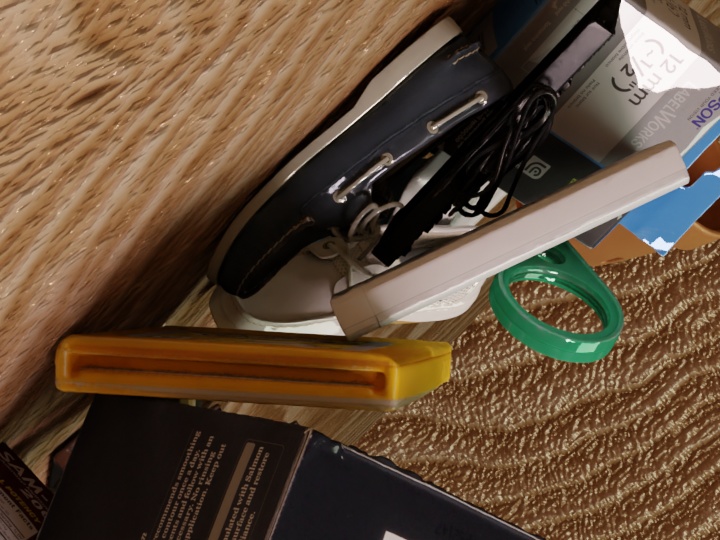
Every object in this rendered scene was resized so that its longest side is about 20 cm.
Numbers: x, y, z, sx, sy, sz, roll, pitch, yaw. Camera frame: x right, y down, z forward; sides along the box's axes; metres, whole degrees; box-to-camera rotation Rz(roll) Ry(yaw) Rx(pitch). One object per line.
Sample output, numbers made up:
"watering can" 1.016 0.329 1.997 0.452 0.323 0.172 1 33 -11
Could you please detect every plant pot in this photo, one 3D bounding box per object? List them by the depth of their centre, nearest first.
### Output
"plant pot" 0.255 -0.094 1.918 0.140 0.200 0.200 -29 -178 29

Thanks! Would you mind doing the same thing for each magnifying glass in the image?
"magnifying glass" 0.113 -0.011 1.198 0.200 0.080 0.022 -94 -158 -57

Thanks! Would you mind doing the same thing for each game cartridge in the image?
"game cartridge" -0.049 0.048 1.062 0.200 0.176 0.032 -13 105 -80

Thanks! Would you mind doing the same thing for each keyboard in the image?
"keyboard" 0.081 -0.065 1.095 0.200 0.040 0.104 -47 -176 29

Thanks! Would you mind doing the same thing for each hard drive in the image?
"hard drive" 0.079 -0.016 1.096 0.200 0.027 0.132 -26 -179 0

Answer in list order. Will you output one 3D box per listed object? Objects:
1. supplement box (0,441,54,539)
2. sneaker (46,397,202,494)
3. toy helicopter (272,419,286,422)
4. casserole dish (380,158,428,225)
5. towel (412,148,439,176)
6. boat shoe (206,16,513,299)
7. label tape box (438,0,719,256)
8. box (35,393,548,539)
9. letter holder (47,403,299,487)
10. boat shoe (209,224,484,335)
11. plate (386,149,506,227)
"supplement box" -0.242 0.167 0.984 0.109 0.061 0.200 -46 172 25
"sneaker" -0.163 0.120 1.130 0.075 0.115 0.200 -29 -137 47
"toy helicopter" -0.139 0.162 1.564 0.200 0.079 0.132 -18 163 -47
"casserole dish" 0.005 -0.026 1.386 0.121 0.039 0.200 -47 172 27
"towel" 0.115 -0.156 1.316 0.193 0.035 0.200 -43 172 -34
"boat shoe" -0.001 -0.050 1.086 0.200 0.062 0.075 -44 175 6
"label tape box" 0.156 -0.092 1.181 0.143 0.200 0.066 -48 -159 26
"box" -0.030 0.155 0.990 0.200 0.197 0.118 4 -111 53
"letter holder" -0.129 0.138 1.340 0.142 0.101 0.200 -44 174 -21
"boat shoe" 0.000 0.000 1.227 0.200 0.071 0.069 -13 154 -35
"plate" 0.091 -0.077 1.324 0.200 0.032 0.200 -43 172 -20
